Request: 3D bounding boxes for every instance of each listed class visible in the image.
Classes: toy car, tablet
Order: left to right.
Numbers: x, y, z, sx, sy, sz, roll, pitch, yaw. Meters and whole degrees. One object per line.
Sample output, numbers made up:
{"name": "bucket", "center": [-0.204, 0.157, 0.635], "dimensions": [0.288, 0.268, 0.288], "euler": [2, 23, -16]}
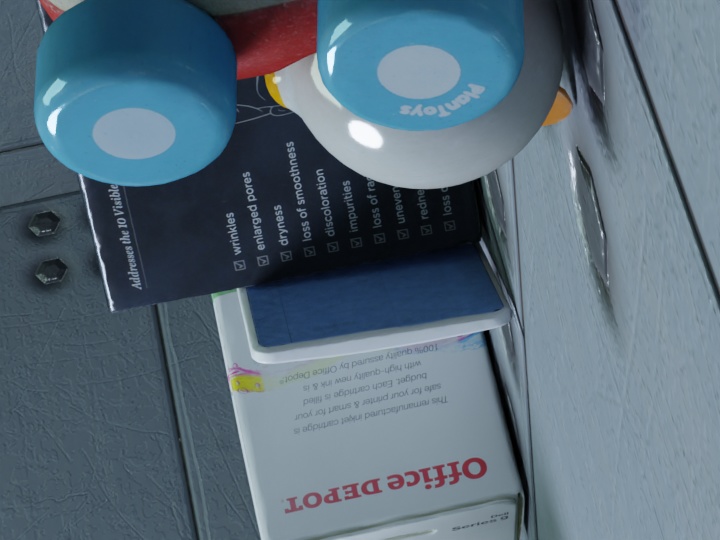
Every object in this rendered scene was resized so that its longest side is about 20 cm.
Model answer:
{"name": "toy car", "center": [-0.005, -0.085, 0.851], "dimensions": [0.200, 0.177, 0.185], "euler": [62, -158, -51]}
{"name": "tablet", "center": [0.000, 0.000, 1.324], "dimensions": [0.200, 0.130, 0.014], "euler": [-109, 11, -68]}

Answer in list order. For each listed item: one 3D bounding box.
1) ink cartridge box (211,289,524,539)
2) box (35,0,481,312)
{"name": "ink cartridge box", "center": [0.001, 0.066, 1.436], "dimensions": [0.088, 0.145, 0.200], "euler": [82, 175, -63]}
{"name": "box", "center": [-0.054, -0.105, 1.295], "dimensions": [0.124, 0.196, 0.200], "euler": [-106, 6, -58]}
